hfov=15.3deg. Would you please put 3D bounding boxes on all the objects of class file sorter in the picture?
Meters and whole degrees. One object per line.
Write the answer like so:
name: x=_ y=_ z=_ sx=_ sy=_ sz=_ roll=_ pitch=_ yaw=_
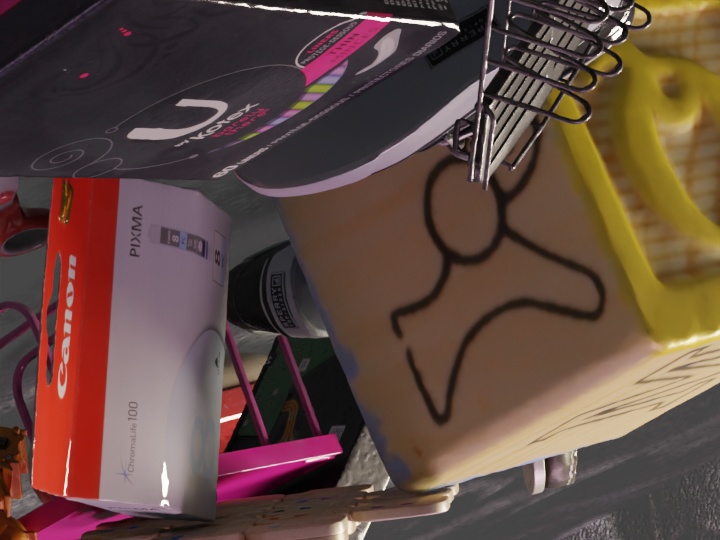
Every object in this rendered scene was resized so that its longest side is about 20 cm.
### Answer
file sorter: x=-0.141 y=0.084 z=1.517 sx=0.139 sy=0.126 sz=0.200 roll=-31 pitch=165 yaw=37

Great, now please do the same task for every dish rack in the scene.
dish rack: x=0.089 y=-0.124 z=0.957 sx=0.153 sy=0.054 sz=0.200 roll=-54 pitch=161 yaw=-36

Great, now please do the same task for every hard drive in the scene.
hard drive: x=-0.024 y=0.097 z=1.611 sx=0.038 sy=0.200 sz=0.140 roll=35 pitch=156 yaw=-29

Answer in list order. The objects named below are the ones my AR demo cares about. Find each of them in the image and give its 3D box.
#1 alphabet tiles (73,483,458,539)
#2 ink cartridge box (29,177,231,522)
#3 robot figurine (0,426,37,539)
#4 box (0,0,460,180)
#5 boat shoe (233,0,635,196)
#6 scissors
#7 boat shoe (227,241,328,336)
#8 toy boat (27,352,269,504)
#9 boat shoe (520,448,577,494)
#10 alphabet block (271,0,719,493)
alphabet tiles: x=-0.048 y=0.132 z=1.389 sx=0.195 sy=0.015 sz=0.200 roll=-7 pitch=-179 yaw=5
ink cartridge box: x=-0.107 y=0.034 z=1.282 sx=0.047 sy=0.160 sz=0.200 roll=2 pitch=172 yaw=9
robot figurine: x=-0.270 y=0.123 z=1.387 sx=0.200 sy=0.058 sz=0.145 roll=1 pitch=129 yaw=4
box: x=-0.078 y=-0.102 z=0.890 sx=0.122 sy=0.106 sz=0.200 roll=-31 pitch=165 yaw=30
boat shoe: x=0.034 y=-0.087 z=1.232 sx=0.199 sy=0.074 sz=0.068 roll=-33 pitch=153 yaw=4
scissors: x=-0.174 y=-0.029 z=1.239 sx=0.073 sy=0.014 sz=0.200 roll=-19 pitch=169 yaw=-9
boat shoe: x=0.000 y=0.003 z=1.492 sx=0.068 sy=0.074 sz=0.199 roll=-6 pitch=-170 yaw=39
toy boat: x=-0.113 y=0.137 z=1.778 sx=0.200 sy=0.131 sz=0.130 roll=-13 pitch=165 yaw=-38
boat shoe: x=0.119 y=0.028 z=1.539 sx=0.060 sy=0.202 sz=0.072 roll=3 pitch=168 yaw=-8
alphabet block: x=0.107 y=-0.020 z=1.376 sx=0.196 sy=0.196 sz=0.200 roll=-13 pitch=166 yaw=-44
